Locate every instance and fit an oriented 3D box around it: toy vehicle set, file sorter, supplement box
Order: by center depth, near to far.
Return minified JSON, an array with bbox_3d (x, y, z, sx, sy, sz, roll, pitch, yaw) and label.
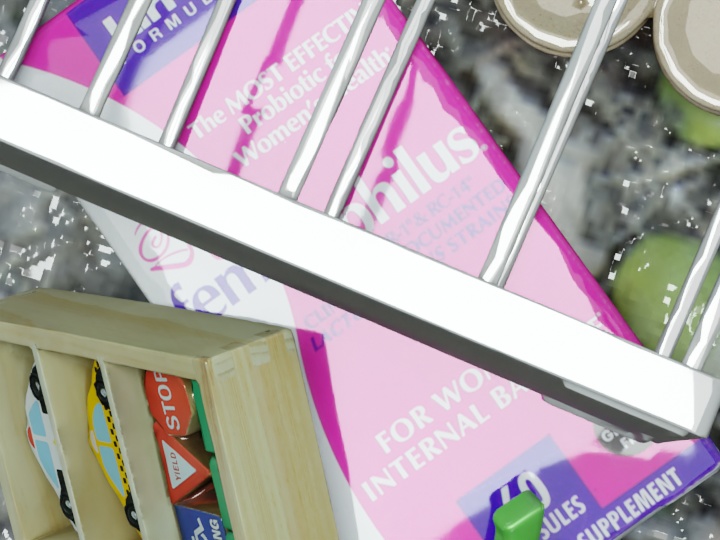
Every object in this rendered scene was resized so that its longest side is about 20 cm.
[{"bbox_3d":[0.005,-0.054,0.634,0.200,0.139,0.125,22,86,3],"label":"file sorter"},{"bbox_3d":[-0.042,0.107,0.716,0.026,0.124,0.200,-21,105,-33],"label":"toy vehicle set"},{"bbox_3d":[0.000,0.000,0.750,0.101,0.103,0.200,-36,85,2],"label":"supplement box"}]

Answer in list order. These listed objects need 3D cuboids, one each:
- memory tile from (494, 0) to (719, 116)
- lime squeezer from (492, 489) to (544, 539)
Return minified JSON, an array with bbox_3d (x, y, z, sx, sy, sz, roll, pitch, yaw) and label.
[{"bbox_3d":[0.133,-0.138,0.771,0.153,0.017,0.200,20,89,4],"label":"memory tile"},{"bbox_3d":[0.042,0.143,0.721,0.071,0.200,0.038,-42,42,-22],"label":"lime squeezer"}]
